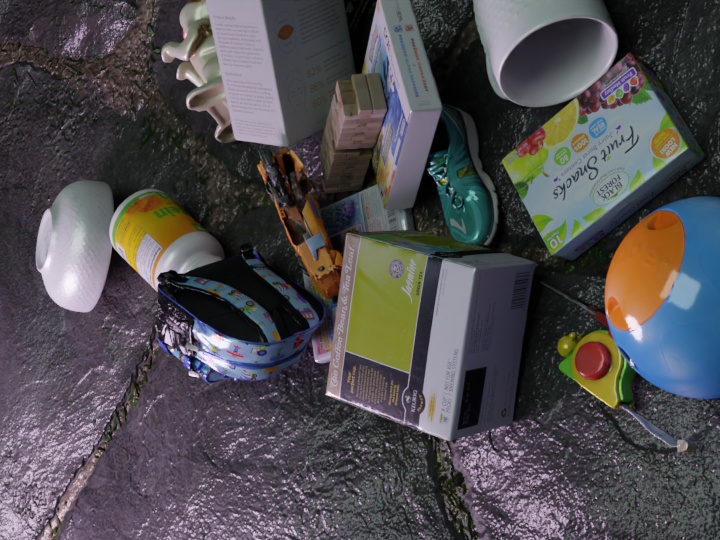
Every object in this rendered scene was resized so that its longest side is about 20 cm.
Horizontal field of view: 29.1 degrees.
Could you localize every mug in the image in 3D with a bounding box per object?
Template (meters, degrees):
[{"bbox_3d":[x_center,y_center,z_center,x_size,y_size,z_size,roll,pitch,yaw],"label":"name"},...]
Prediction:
[{"bbox_3d":[0.197,-0.291,1.637,0.201,0.146,0.177,115,146,-49],"label":"mug"}]

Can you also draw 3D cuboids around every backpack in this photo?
[{"bbox_3d":[-0.149,0.073,1.809,0.199,0.181,0.136,29,125,36],"label":"backpack"}]

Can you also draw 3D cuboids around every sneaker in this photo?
[{"bbox_3d":[0.110,-0.114,1.699,0.077,0.079,0.202,-30,64,31],"label":"sneaker"}]

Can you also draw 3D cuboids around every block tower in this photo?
[{"bbox_3d":[-0.013,-0.171,1.754,0.201,0.053,0.059,109,153,-61],"label":"block tower"}]

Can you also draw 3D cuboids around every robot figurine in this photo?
[{"bbox_3d":[-0.074,-0.068,1.783,0.058,0.145,0.202,-24,73,-2],"label":"robot figurine"}]

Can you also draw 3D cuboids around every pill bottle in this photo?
[{"bbox_3d":[-0.261,-0.022,1.965,0.200,0.110,0.112,39,106,37],"label":"pill bottle"}]

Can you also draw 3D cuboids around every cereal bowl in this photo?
[{"bbox_3d":[-0.436,-0.041,2.084,0.200,0.082,0.203,-34,52,57],"label":"cereal bowl"}]

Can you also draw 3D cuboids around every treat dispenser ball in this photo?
[{"bbox_3d":[0.346,0.028,1.398,0.199,0.200,0.204,-9,75,37],"label":"treat dispenser ball"}]

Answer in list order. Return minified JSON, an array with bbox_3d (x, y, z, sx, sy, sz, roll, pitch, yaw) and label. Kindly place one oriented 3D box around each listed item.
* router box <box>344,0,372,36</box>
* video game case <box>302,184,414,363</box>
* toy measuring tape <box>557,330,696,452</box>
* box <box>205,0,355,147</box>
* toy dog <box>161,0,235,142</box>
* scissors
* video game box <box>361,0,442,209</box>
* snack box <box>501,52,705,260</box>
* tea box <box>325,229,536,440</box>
[{"bbox_3d":[-0.053,-0.429,1.908,0.199,0.062,0.151,35,103,38],"label":"router box"},{"bbox_3d":[0.000,0.000,1.804,0.181,0.024,0.203,-21,69,35],"label":"video game case"},{"bbox_3d":[0.294,0.119,1.509,0.199,0.073,0.074,36,104,38],"label":"toy measuring tape"},{"bbox_3d":[-0.098,-0.285,1.806,0.105,0.152,0.203,12,122,40],"label":"box"},{"bbox_3d":[-0.189,-0.320,1.953,0.193,0.139,0.202,-32,62,15],"label":"toy dog"},{"bbox_3d":[0.276,0.051,1.564,0.200,0.072,0.014,-140,59,-62],"label":"scissors"},{"bbox_3d":[0.044,-0.207,1.709,0.201,0.046,0.184,105,158,-56],"label":"video game box"},{"bbox_3d":[0.274,-0.127,1.584,0.200,0.053,0.143,-41,60,26],"label":"snack box"},{"bbox_3d":[0.080,0.069,1.625,0.195,0.133,0.203,17,104,37],"label":"tea box"}]
